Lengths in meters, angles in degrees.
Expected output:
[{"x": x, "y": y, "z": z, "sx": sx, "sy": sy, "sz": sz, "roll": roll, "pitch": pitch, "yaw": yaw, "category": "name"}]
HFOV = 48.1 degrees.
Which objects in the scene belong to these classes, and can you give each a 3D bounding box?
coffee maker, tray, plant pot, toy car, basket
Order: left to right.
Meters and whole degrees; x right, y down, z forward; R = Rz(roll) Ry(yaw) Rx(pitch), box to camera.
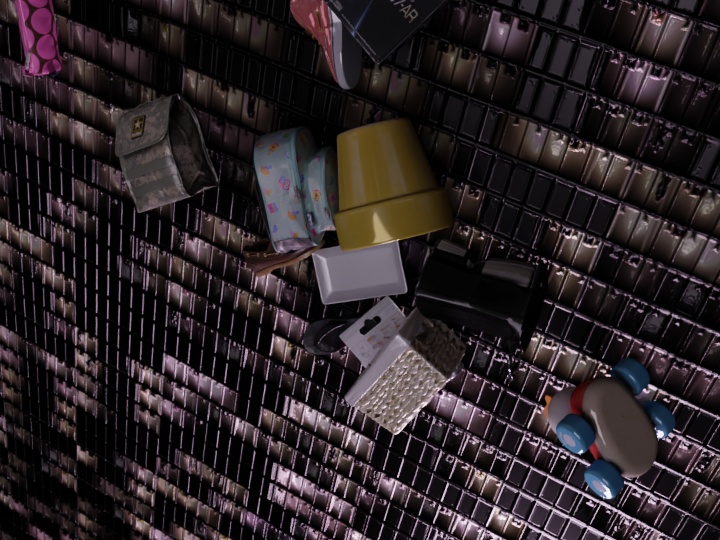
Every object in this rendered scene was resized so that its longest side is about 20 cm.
[{"x": 0.000, "y": 0.000, "z": 1.536, "sx": 0.198, "sy": 0.022, "sz": 0.109, "roll": -9, "pitch": 95, "yaw": 34, "category": "tray"}, {"x": 0.043, "y": -0.146, "z": 1.348, "sx": 0.198, "sy": 0.200, "sz": 0.192, "roll": -10, "pitch": 94, "yaw": 33, "category": "plant pot"}, {"x": 0.085, "y": 0.182, "z": 1.467, "sx": 0.123, "sy": 0.136, "sz": 0.201, "roll": 39, "pitch": 125, "yaw": 3, "category": "basket"}, {"x": 0.194, "y": 0.052, "z": 1.354, "sx": 0.197, "sy": 0.193, "sz": 0.136, "roll": 14, "pitch": 138, "yaw": 25, "category": "coffee maker"}, {"x": 0.396, "y": 0.265, "z": 1.395, "sx": 0.178, "sy": 0.184, "sz": 0.199, "roll": 56, "pitch": 157, "yaw": -8, "category": "toy car"}]

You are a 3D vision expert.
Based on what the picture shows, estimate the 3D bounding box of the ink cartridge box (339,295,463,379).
[{"x": 0.078, "y": 0.157, "z": 1.568, "sx": 0.201, "sy": 0.057, "sz": 0.162, "roll": 52, "pitch": 126, "yaw": 3, "category": "ink cartridge box"}]

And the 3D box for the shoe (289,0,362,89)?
[{"x": -0.057, "y": -0.402, "z": 1.337, "sx": 0.090, "sy": 0.071, "sz": 0.203, "roll": 3, "pitch": 111, "yaw": 30, "category": "shoe"}]

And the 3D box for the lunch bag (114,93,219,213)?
[{"x": -0.394, "y": -0.236, "z": 1.594, "sx": 0.162, "sy": 0.117, "sz": 0.203, "roll": -10, "pitch": 104, "yaw": 34, "category": "lunch bag"}]

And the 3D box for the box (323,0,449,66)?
[{"x": 0.023, "y": -0.445, "z": 1.241, "sx": 0.160, "sy": 0.044, "sz": 0.201, "roll": -40, "pitch": 92, "yaw": 13, "category": "box"}]

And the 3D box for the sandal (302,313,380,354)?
[{"x": -0.046, "y": 0.131, "z": 1.627, "sx": 0.198, "sy": 0.048, "sz": 0.076, "roll": -18, "pitch": 106, "yaw": 35, "category": "sandal"}]

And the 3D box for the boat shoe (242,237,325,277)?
[{"x": -0.157, "y": -0.044, "z": 1.583, "sx": 0.198, "sy": 0.070, "sz": 0.071, "roll": -20, "pitch": 108, "yaw": 36, "category": "boat shoe"}]

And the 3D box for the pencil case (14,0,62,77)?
[{"x": -0.658, "y": -0.495, "z": 1.621, "sx": 0.090, "sy": 0.094, "sz": 0.203, "roll": 11, "pitch": 120, "yaw": 25, "category": "pencil case"}]

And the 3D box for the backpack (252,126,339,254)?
[{"x": -0.108, "y": -0.154, "z": 1.434, "sx": 0.151, "sy": 0.176, "sz": 0.202, "roll": -15, "pitch": 109, "yaw": 17, "category": "backpack"}]
